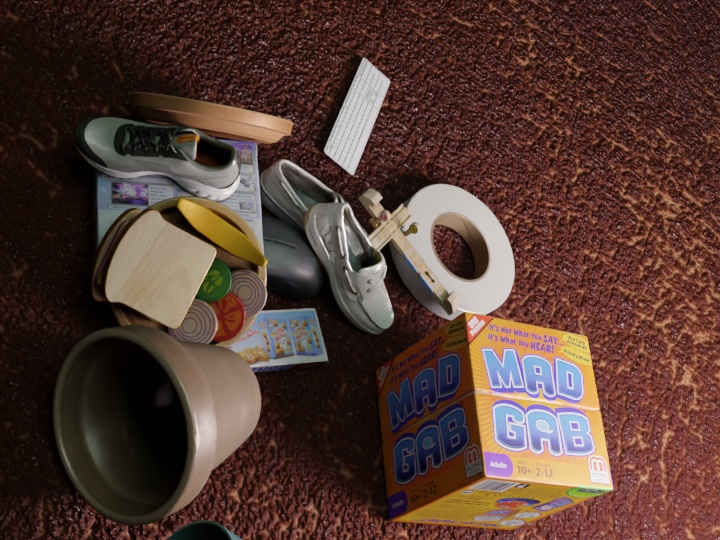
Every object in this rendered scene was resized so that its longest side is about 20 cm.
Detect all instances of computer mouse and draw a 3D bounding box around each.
[{"bbox_3d":[-0.120,-0.023,1.488,0.198,0.053,0.140,18,57,-28],"label":"computer mouse"}]

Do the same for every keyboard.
[{"bbox_3d":[-0.004,-0.223,1.709,0.056,0.011,0.201,34,51,-17],"label":"keyboard"}]

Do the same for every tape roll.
[{"bbox_3d":[0.131,-0.026,1.687,0.201,0.037,0.205,17,58,-29],"label":"tape roll"}]

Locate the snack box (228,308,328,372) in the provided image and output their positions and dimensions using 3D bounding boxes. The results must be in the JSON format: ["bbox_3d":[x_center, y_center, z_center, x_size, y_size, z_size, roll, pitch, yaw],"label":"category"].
[{"bbox_3d":[-0.132,0.086,1.441,0.198,0.024,0.073,-1,67,-37],"label":"snack box"}]

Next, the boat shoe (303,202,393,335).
[{"bbox_3d":[0.000,0.000,1.518,0.201,0.069,0.071,59,42,-28],"label":"boat shoe"}]

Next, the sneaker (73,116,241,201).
[{"bbox_3d":[-0.231,-0.143,1.377,0.198,0.079,0.075,13,63,-13],"label":"sneaker"}]

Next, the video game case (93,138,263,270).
[{"bbox_3d":[-0.217,-0.072,1.418,0.198,0.045,0.183,3,65,-19],"label":"video game case"}]

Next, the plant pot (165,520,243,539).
[{"bbox_3d":[-0.127,0.375,1.187,0.160,0.200,0.202,34,50,-32],"label":"plant pot"}]

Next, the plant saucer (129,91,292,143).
[{"bbox_3d":[-0.182,-0.183,1.448,0.199,0.200,0.033,7,94,-33],"label":"plant saucer"}]

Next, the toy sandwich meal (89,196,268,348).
[{"bbox_3d":[-0.195,0.007,1.329,0.203,0.070,0.208,-2,97,-18],"label":"toy sandwich meal"}]

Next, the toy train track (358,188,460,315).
[{"bbox_3d":[0.072,-0.029,1.591,0.201,0.032,0.115,52,41,-6],"label":"toy train track"}]

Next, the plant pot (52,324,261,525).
[{"bbox_3d":[-0.198,0.152,1.267,0.174,0.199,0.202,-8,71,-57],"label":"plant pot"}]

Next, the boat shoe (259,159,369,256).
[{"bbox_3d":[-0.045,-0.073,1.561,0.200,0.066,0.072,41,48,-12],"label":"boat shoe"}]

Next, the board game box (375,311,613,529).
[{"bbox_3d":[0.160,0.195,1.480,0.198,0.200,0.202,11,60,-31],"label":"board game box"}]
